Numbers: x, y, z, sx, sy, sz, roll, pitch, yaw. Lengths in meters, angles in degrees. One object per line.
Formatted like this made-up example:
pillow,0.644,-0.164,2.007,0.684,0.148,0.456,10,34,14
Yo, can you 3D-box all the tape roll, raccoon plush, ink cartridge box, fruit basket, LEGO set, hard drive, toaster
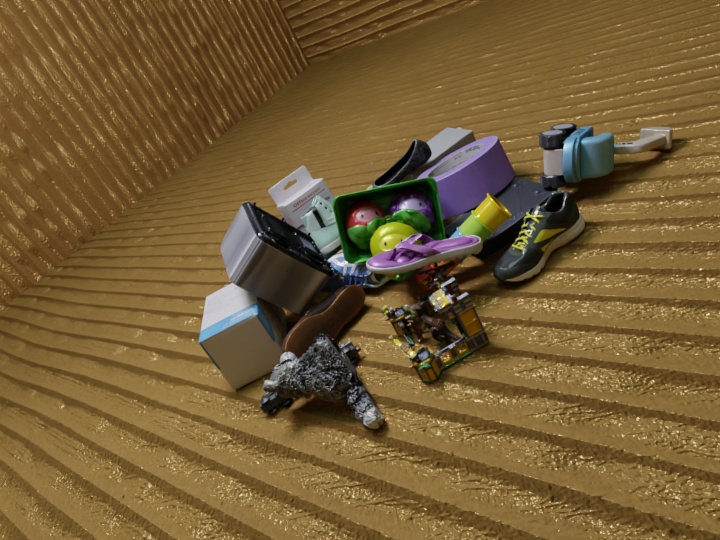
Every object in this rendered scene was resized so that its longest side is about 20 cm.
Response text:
tape roll,0.218,-0.196,1.175,0.199,0.085,0.200,-29,16,9
raccoon plush,-0.069,0.190,0.854,0.134,0.097,0.200,-39,39,1
ink cartridge box,-0.228,0.107,1.104,0.124,0.129,0.200,-27,29,4
fruit basket,0.057,-0.078,1.030,0.213,0.157,0.216,-11,20,4
LEGO set,0.105,0.064,0.877,0.153,0.116,0.201,-25,29,8
ink cartridge box,-0.111,-0.133,1.291,0.116,0.201,0.068,-38,19,-15
hard drive,0.269,-0.102,1.067,0.199,0.043,0.135,-36,30,-9
toaster,-0.160,-0.022,1.080,0.119,0.180,0.200,-55,33,12

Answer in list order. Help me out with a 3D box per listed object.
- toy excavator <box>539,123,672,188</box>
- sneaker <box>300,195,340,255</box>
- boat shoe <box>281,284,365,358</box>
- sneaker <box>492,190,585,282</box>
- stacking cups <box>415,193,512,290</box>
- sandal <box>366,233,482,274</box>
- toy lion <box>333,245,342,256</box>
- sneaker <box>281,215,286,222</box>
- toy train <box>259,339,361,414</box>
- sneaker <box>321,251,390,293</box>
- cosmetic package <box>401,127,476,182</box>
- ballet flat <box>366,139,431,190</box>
toy excavator,0.451,-0.220,1.021,0.198,0.101,0.194,9,28,35
sneaker,-0.041,-0.137,1.246,0.200,0.119,0.074,-39,11,-24
boat shoe,-0.073,0.100,1.041,0.200,0.071,0.070,-38,14,-32
sneaker,0.292,-0.061,0.938,0.200,0.085,0.074,-39,29,-16
stacking cups,0.178,-0.043,0.981,0.200,0.060,0.061,-48,24,18
sandal,0.103,-0.040,0.916,0.200,0.050,0.082,-13,20,-12
toy lion,0.028,-0.074,1.234,0.199,0.069,0.192,-31,22,-1
sneaker,-0.172,-0.074,1.352,0.200,0.114,0.075,-44,32,-24
toy train,-0.087,0.182,0.960,0.199,0.034,0.046,-31,18,-1
sneaker,0.000,0.000,1.105,0.198,0.076,0.077,-20,26,10
cosmetic package,0.185,-0.262,1.354,0.199,0.091,0.107,-34,30,-14
ballet flat,0.078,-0.232,1.280,0.200,0.057,0.067,-38,37,28
